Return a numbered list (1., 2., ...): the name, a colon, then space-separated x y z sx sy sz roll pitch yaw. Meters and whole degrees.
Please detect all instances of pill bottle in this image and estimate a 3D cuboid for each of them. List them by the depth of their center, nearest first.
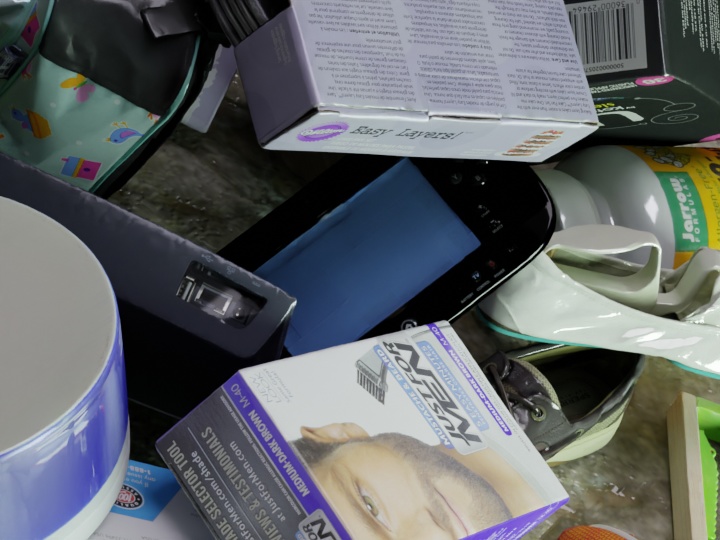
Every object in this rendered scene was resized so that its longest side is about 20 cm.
1. pill bottle: 0.164 -0.014 1.657 0.199 0.113 0.113 0 45 -36

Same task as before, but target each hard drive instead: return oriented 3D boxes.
1. hard drive: -0.133 0.007 1.409 0.200 0.135 0.042 25 65 3

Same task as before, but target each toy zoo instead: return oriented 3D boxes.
1. toy zoo: 0.261 0.145 1.608 0.199 0.020 0.131 21 36 -12

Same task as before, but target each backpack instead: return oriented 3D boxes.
1. backpack: -0.152 -0.122 1.485 0.153 0.200 0.176 21 53 -11

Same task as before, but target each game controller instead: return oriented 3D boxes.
1. game controller: 0.000 0.000 1.492 0.200 0.042 0.104 -38 62 -6

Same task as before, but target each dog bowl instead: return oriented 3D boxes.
1. dog bowl: -0.201 0.052 1.285 0.199 0.079 0.200 0 40 0

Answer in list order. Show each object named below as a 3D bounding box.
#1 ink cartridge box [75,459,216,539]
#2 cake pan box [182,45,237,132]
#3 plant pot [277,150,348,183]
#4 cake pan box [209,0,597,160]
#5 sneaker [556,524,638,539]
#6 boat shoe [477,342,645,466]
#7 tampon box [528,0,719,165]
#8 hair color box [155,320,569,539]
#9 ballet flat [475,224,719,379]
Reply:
1. ink cartridge box: -0.081 0.179 1.281 0.116 0.068 0.200 16 37 -20
2. cake pan box: -0.120 -0.203 1.615 0.184 0.200 0.052 27 16 -8
3. plant pot: 0.005 -0.104 1.637 0.092 0.201 0.201 -6 28 21
4. cake pan box: 0.012 -0.146 1.435 0.200 0.052 0.185 -1 67 -43
5. sneaker: 0.131 0.198 1.410 0.077 0.073 0.200 -4 44 -25
6. boat shoe: 0.074 0.072 1.527 0.073 0.065 0.200 43 37 19
7. tampon box: 0.123 -0.139 1.614 0.200 0.149 0.127 18 68 -66
8. hair color box: 0.005 0.092 1.357 0.109 0.065 0.200 55 28 12
9. ballet flat: 0.156 0.014 1.551 0.199 0.070 0.070 11 39 -22
